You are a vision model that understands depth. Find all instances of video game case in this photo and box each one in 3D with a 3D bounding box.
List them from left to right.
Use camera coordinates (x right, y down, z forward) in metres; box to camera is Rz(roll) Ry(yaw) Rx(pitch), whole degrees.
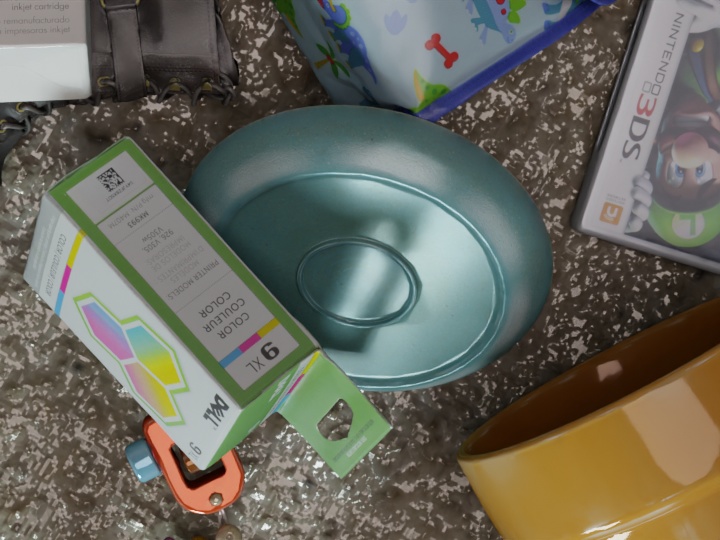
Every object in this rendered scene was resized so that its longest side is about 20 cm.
[{"bbox_3d":[0.241,-0.082,0.925,0.200,0.023,0.182,16,97,-9],"label":"video game case"}]

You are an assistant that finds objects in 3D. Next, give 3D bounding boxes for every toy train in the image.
[{"bbox_3d":[-0.135,0.154,0.903,0.200,0.056,0.150,-30,99,-4],"label":"toy train"}]

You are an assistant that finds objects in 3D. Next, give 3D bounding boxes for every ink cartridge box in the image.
[{"bbox_3d":[-0.194,-0.186,0.795,0.116,0.068,0.200,-3,72,-8],"label":"ink cartridge box"},{"bbox_3d":[-0.083,0.038,0.829,0.200,0.104,0.059,47,62,6],"label":"ink cartridge box"}]

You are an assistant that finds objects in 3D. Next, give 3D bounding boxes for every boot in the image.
[{"bbox_3d":[-0.151,-0.097,0.851,0.174,0.069,0.200,-1,97,-6],"label":"boot"}]

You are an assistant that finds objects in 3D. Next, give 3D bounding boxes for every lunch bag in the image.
[{"bbox_3d":[0.049,-0.189,0.840,0.200,0.127,0.170,-34,102,-18],"label":"lunch bag"}]

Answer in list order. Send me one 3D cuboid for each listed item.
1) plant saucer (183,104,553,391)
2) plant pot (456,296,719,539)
[{"bbox_3d":[0.000,0.000,0.846,0.200,0.027,0.200,6,135,6],"label":"plant saucer"},{"bbox_3d":[0.180,0.130,0.845,0.200,0.200,0.184,-28,90,-2],"label":"plant pot"}]
